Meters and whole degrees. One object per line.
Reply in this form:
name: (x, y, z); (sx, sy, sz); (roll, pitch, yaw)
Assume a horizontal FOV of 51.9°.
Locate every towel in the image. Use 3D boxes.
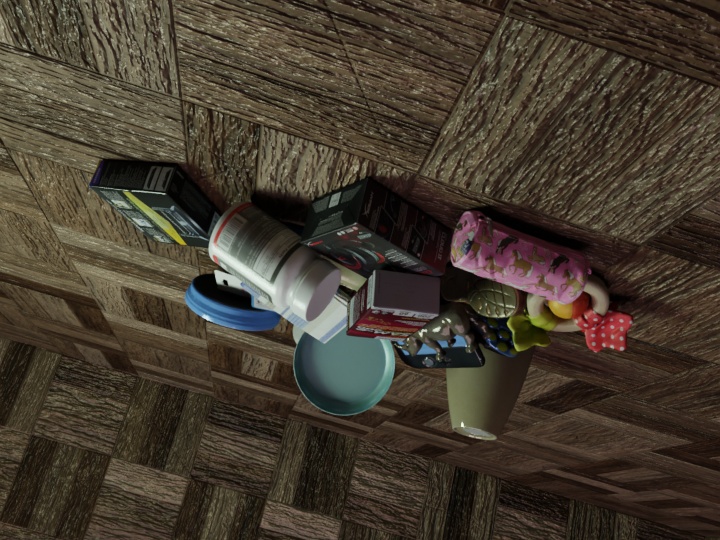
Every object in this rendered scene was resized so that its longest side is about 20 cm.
towel: (-0.105, 0.045, 1.315); (0.198, 0.024, 0.147); (35, 136, -12)

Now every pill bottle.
pill bottle: (-0.134, -0.013, 1.175); (0.198, 0.115, 0.114); (33, 164, 17)

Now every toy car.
toy car: (-0.032, 0.149, 1.517); (0.172, 0.203, 0.150); (8, 144, -39)

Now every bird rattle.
bird rattle: (0.335, 0.066, 1.179); (0.195, 0.114, 0.165); (6, 141, 14)

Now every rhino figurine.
rhino figurine: (0.131, 0.107, 1.294); (0.198, 0.060, 0.088); (-23, 110, 44)

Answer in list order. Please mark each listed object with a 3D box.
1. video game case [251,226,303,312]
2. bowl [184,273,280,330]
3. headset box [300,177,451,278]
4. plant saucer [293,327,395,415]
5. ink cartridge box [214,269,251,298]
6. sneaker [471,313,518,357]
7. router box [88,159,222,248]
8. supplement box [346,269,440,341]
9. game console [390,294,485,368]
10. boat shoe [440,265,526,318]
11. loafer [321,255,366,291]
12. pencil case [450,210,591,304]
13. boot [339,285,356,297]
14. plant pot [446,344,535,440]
video game case: (-0.126, 0.005, 1.319); (0.140, 0.018, 0.203); (12, 133, 5)
bowl: (-0.253, 0.059, 1.495); (0.196, 0.040, 0.201); (17, -165, -5)
headset box: (0.032, -0.046, 1.123); (0.198, 0.077, 0.147); (28, 155, -32)
plant saucer: (-0.031, 0.177, 1.429); (0.196, 0.205, 0.027); (15, -172, -2)
ink cartridge box: (-0.176, 0.016, 1.429); (0.196, 0.069, 0.116); (16, 159, -2)
sneaker: (0.212, 0.104, 1.398); (0.196, 0.072, 0.083); (23, 160, -3)
router box: (-0.332, -0.107, 1.247); (0.154, 0.053, 0.200); (7, 158, 21)
supplement box: (0.047, 0.061, 1.183); (0.106, 0.062, 0.200); (7, 162, -11)
game console: (0.121, 0.106, 1.359); (0.174, 0.031, 0.202); (-2, 130, 38)
boat shoe: (0.203, 0.030, 1.178); (0.066, 0.074, 0.199); (3, -173, -25)
loafer: (0.000, 0.000, 1.242); (0.196, 0.069, 0.077); (13, 124, -17)
pencil case: (0.227, -0.017, 1.058); (0.196, 0.085, 0.086); (19, 175, -11)
boot: (-0.010, 0.038, 1.387); (0.105, 0.077, 0.200); (10, 164, -13)
plant pot: (0.247, 0.229, 1.495); (0.183, 0.204, 0.188); (13, 159, 5)
